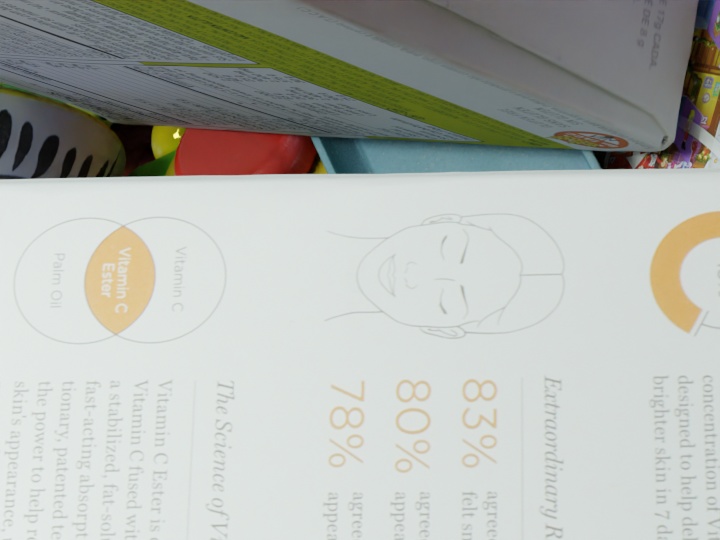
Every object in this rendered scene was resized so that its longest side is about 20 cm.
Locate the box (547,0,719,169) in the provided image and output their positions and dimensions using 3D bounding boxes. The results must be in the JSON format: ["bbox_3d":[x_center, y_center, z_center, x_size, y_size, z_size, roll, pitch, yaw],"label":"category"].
[{"bbox_3d":[0.113,-0.032,0.694,0.200,0.039,0.137,35,115,53],"label":"box"}]

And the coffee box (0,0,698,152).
[{"bbox_3d":[-0.045,-0.149,0.703,0.198,0.200,0.200,5,83,42],"label":"coffee box"}]

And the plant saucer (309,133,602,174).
[{"bbox_3d":[0.032,-0.017,0.748,0.070,0.019,0.200,-42,52,23],"label":"plant saucer"}]

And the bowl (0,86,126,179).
[{"bbox_3d":[-0.159,0.022,0.823,0.200,0.201,0.094,-15,74,24],"label":"bowl"}]

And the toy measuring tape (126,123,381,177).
[{"bbox_3d":[0.000,0.000,0.794,0.074,0.074,0.200,-37,43,-7],"label":"toy measuring tape"}]

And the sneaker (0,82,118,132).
[{"bbox_3d":[-0.115,-0.084,0.888,0.083,0.200,0.074,17,87,14],"label":"sneaker"}]

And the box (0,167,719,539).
[{"bbox_3d":[0.005,0.056,0.598,0.200,0.098,0.125,-1,63,5],"label":"box"}]
